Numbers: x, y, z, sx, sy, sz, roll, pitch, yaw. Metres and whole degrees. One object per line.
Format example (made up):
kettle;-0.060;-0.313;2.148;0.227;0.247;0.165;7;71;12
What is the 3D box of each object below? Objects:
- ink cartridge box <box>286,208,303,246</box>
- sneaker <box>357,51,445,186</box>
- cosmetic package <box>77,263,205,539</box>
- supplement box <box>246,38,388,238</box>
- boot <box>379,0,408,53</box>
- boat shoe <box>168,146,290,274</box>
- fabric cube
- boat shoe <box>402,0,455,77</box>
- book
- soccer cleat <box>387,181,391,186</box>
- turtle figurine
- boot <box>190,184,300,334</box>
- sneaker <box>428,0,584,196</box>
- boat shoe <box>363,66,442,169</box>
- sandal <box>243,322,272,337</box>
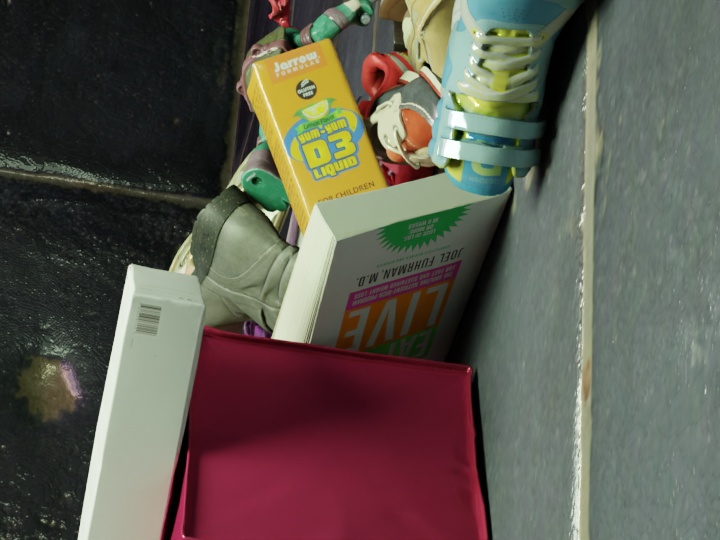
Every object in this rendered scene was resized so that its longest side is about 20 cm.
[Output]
ink cartridge box;-0.027;-0.013;1.806;0.117;0.067;0.201;-96;16;-57
sneaker;0.026;-0.090;1.600;0.077;0.084;0.201;106;169;-45
cosmetic package;-0.138;0.105;1.300;0.083;0.050;0.201;-126;46;-74
supplement box;-0.019;-0.061;1.508;0.069;0.066;0.201;101;148;-76
boot;0.055;-0.257;1.632;0.200;0.070;0.147;128;152;-73
boat shoe;-0.108;-0.015;1.748;0.201;0.073;0.063;-57;7;4
fabric cube;-0.036;0.183;1.360;0.201;0.195;0.200;-91;12;-51
boat shoe;0.069;-0.168;1.492;0.200;0.071;0.077;88;176;-80
book;0.016;0.014;1.408;0.048;0.133;0.201;60;152;30
soccer cleat;0.000;0.000;1.643;0.087;0.069;0.201;109;154;-47
turtle figurine;-0.048;-0.144;1.657;0.201;0.100;0.150;-81;2;-52
boot;-0.076;0.034;1.635;0.068;0.130;0.200;-41;-20;-30
sneaker;0.086;-0.115;1.238;0.200;0.079;0.132;87;-168;-82
boat shoe;0.042;-0.100;1.464;0.063;0.071;0.200;-45;12;-2
sandal;-0.068;0.051;1.724;0.203;0.049;0.083;-146;59;-63
